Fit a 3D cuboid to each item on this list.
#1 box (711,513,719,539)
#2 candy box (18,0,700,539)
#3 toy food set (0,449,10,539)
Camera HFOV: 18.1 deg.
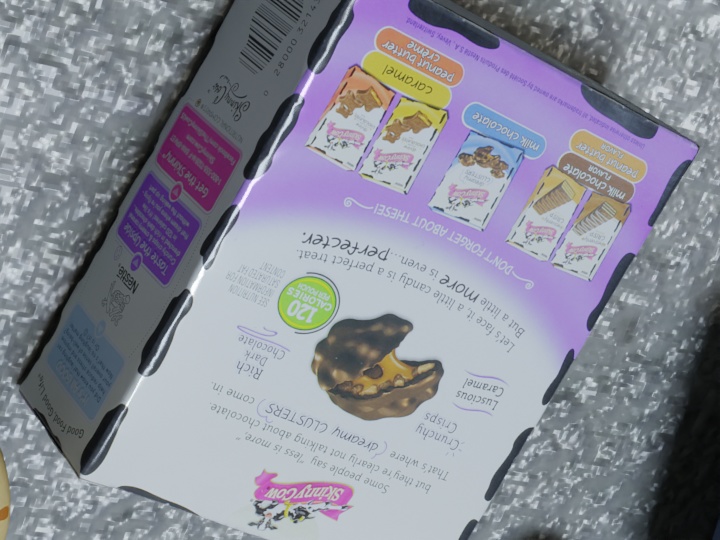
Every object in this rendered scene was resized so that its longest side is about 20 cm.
[{"bbox_3d":[0.225,0.102,0.970,0.200,0.051,0.158,-10,120,-45],"label":"box"},{"bbox_3d":[0.000,0.000,0.814,0.167,0.072,0.200,24,101,-36],"label":"candy box"},{"bbox_3d":[-0.228,0.085,0.724,0.198,0.049,0.200,-49,118,-6],"label":"toy food set"}]
